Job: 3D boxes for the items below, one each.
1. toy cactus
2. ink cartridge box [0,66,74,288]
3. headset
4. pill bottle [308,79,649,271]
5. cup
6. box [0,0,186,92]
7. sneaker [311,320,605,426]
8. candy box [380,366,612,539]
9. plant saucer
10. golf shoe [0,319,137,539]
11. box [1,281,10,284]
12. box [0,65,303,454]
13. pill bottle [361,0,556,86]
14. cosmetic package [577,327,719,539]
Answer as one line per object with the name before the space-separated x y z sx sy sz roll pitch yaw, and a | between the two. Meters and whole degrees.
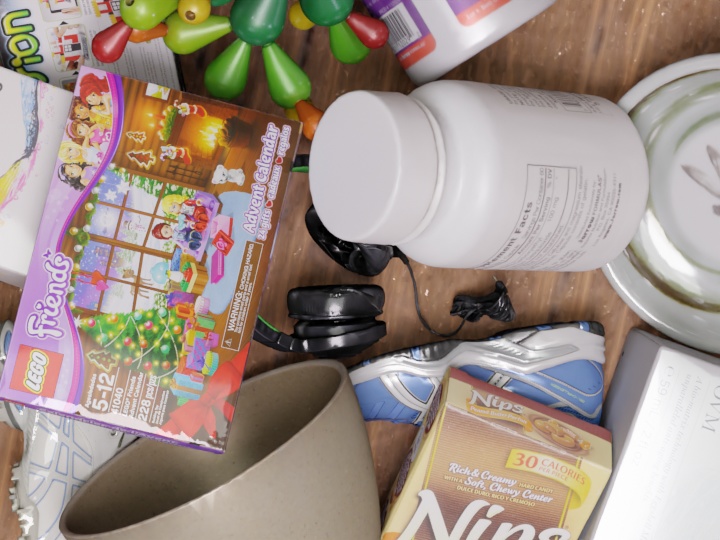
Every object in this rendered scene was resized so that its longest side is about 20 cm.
toy cactus | -0.052 -0.165 1.238 0.199 0.102 0.166 11 123 -36
ink cartridge box | -0.221 -0.059 1.261 0.199 0.068 0.117 19 80 -2
headset | 0.000 0.000 1.320 0.199 0.094 0.124 19 80 -31
pill bottle | 0.072 -0.058 1.278 0.199 0.114 0.115 2 95 -39
cup | -0.066 0.168 1.279 0.199 0.200 0.144 -27 102 1
box | -0.173 -0.156 1.287 0.109 0.035 0.201 -8 138 -1
sneaker | 0.066 0.082 1.350 0.198 0.076 0.078 -8 89 1
candy box | 0.070 0.173 1.332 0.115 0.055 0.201 22 116 -5
plant saucer | 0.245 -0.046 1.338 0.199 0.050 0.202 8 112 21
golf shoe | -0.184 0.126 1.352 0.096 0.078 0.202 -10 95 -6
box | -0.186 -0.019 1.338 0.198 0.082 0.069 13 93 0
box | -0.122 -0.005 1.211 0.136 0.039 0.202 13 81 -5
pill bottle | 0.030 -0.229 1.312 0.111 0.111 0.201 -31 94 1
cosmetic package | 0.242 0.168 1.337 0.199 0.123 0.201 19 93 -3
